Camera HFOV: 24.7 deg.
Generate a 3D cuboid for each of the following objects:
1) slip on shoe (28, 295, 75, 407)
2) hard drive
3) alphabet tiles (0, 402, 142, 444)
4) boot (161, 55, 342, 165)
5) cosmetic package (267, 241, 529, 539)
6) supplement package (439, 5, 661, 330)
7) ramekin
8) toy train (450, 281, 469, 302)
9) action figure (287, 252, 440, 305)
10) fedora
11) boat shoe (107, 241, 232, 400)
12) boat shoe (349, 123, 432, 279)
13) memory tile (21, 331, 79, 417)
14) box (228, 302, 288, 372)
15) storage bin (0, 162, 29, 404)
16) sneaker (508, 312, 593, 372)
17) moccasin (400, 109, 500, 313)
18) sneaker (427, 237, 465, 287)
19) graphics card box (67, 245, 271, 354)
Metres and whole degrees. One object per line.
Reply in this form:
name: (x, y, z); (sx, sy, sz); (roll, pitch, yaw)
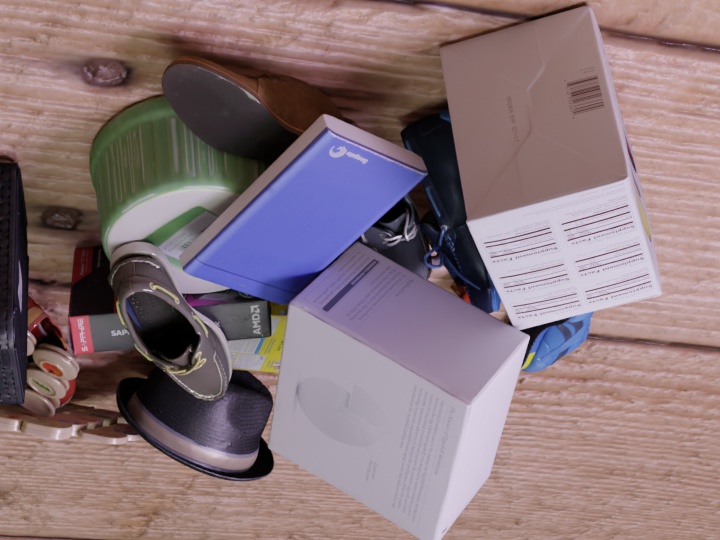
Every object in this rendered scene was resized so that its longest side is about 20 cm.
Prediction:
slip on shoe: (-0.342, 0.093, 1.760); (0.061, 0.074, 0.201); (31, 154, 25)
hard drive: (-0.051, -0.050, 1.478); (0.131, 0.026, 0.200); (19, 129, -44)
alphabet tiles: (-0.333, 0.164, 1.822); (0.193, 0.015, 0.200); (10, -178, 16)
boot: (-0.092, -0.145, 1.459); (0.199, 0.076, 0.073); (28, 138, -33)
cosmetic package: (0.034, 0.117, 1.568); (0.199, 0.123, 0.201); (30, 134, 20)
supplement package: (0.173, -0.087, 1.483); (0.145, 0.193, 0.200); (-14, 147, 11)
ramekin: (-0.154, -0.065, 1.539); (0.197, 0.099, 0.201); (-5, 147, -3)
toy train: (0.075, 0.081, 1.793); (0.055, 0.201, 0.150); (37, 166, 5)
action figure: (0.000, 0.000, 1.671); (0.191, 0.106, 0.200); (1, 148, -30)
fedora: (-0.170, 0.149, 1.839); (0.199, 0.201, 0.092); (19, 110, -34)
boat shoe: (-0.177, 0.062, 1.546); (0.071, 0.061, 0.203); (-20, 132, 9)
boat shoe: (0.020, -0.048, 1.578); (0.072, 0.062, 0.201); (-31, 125, -3)
memory tile: (-0.389, 0.077, 1.696); (0.199, 0.017, 0.153); (31, 148, -8)
box: (-0.051, 0.068, 1.811); (0.198, 0.049, 0.118); (7, 144, -17)
storage bin: (-0.358, 0.013, 1.523); (0.092, 0.202, 0.136); (-2, 147, -8)
sneaker: (0.228, 0.046, 1.823); (0.078, 0.067, 0.201); (-4, 149, -26)
moccasin: (0.087, -0.053, 1.574); (0.067, 0.202, 0.081); (-12, -168, 11)
sneaker: (0.158, -0.009, 1.683); (0.198, 0.091, 0.078); (0, 149, -32)
graphics card box: (-0.189, 0.022, 1.636); (0.197, 0.126, 0.051); (-4, 123, -3)
